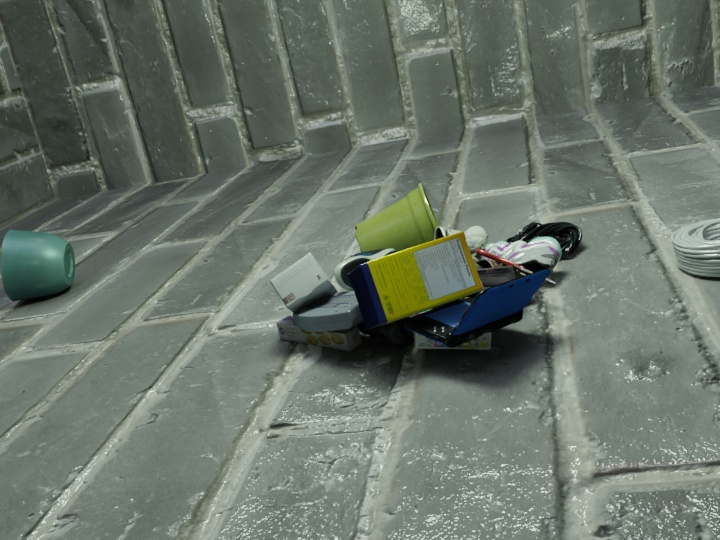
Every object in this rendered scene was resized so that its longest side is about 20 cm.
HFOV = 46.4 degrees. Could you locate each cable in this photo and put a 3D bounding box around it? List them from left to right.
[{"bbox_3d":[0.405,-0.067,1.896,0.162,0.051,0.200,-18,19,-16],"label":"cable"},{"bbox_3d":[0.705,-0.048,1.615,0.199,0.070,0.200,-20,19,-21],"label":"cable"}]

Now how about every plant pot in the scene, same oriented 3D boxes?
[{"bbox_3d":[-0.903,-0.016,2.380,0.160,0.202,0.201,-1,17,-4],"label":"plant pot"},{"bbox_3d":[0.092,-0.077,1.945,0.183,0.201,0.201,-21,17,8],"label":"plant pot"}]

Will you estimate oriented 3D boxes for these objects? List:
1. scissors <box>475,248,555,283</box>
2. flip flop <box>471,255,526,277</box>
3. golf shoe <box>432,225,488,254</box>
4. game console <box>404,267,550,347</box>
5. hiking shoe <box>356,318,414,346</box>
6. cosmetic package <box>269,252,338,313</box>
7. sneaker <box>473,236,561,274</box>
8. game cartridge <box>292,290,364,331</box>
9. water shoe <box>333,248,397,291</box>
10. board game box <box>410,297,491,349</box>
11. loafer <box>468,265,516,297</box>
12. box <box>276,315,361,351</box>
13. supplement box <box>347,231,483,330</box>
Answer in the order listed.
[{"bbox_3d":[0.310,-0.007,1.641,0.199,0.014,0.073,24,4,38],"label":"scissors"},{"bbox_3d":[0.241,0.007,1.651,0.199,0.058,0.081,27,75,19],"label":"flip flop"},{"bbox_3d":[0.205,-0.064,1.786,0.078,0.097,0.200,-31,8,38],"label":"golf shoe"},{"bbox_3d":[0.200,0.048,1.450,0.199,0.119,0.170,-15,24,-41],"label":"game console"},{"bbox_3d":[0.045,0.106,1.601,0.100,0.076,0.200,-23,11,7],"label":"hiking shoe"},{"bbox_3d":[-0.109,0.037,1.705,0.101,0.074,0.200,-34,-14,-3],"label":"cosmetic package"},{"bbox_3d":[0.307,-0.003,1.729,0.199,0.078,0.140,-15,24,31],"label":"sneaker"},{"bbox_3d":[-0.039,0.076,1.598,0.133,0.041,0.200,-21,9,-34],"label":"game cartridge"},{"bbox_3d":[0.000,0.000,1.735,0.079,0.072,0.200,1,9,39],"label":"water shoe"},{"bbox_3d":[0.161,0.091,1.558,0.134,0.034,0.200,0,18,-1],"label":"board game box"},{"bbox_3d":[0.199,0.019,1.595,0.199,0.063,0.072,3,-15,-3],"label":"loafer"},{"bbox_3d":[-0.084,0.123,1.659,0.199,0.042,0.039,6,25,42],"label":"box"},{"bbox_3d":[0.095,0.019,1.474,0.199,0.109,0.110,-17,-5,-14],"label":"supplement box"}]
